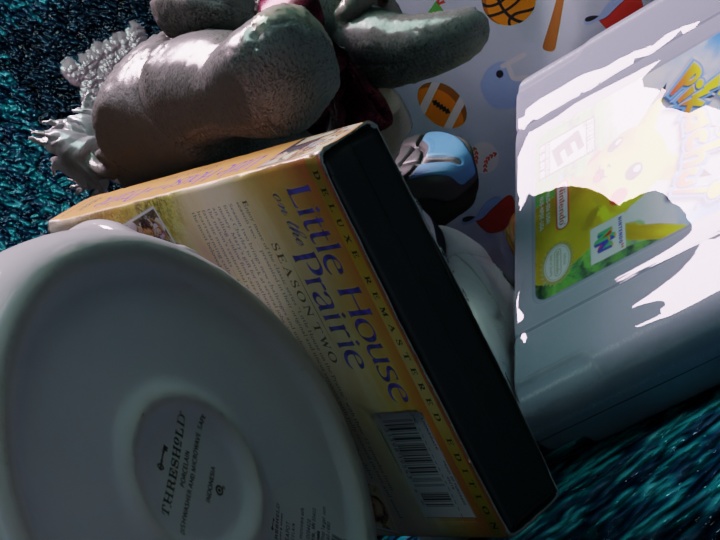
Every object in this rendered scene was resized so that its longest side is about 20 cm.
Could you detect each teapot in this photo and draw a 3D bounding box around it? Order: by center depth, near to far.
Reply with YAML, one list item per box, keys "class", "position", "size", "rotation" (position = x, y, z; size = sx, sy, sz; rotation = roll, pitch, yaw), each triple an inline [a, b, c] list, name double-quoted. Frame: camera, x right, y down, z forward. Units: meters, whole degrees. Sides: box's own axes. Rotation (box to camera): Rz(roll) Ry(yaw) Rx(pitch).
- class: "teapot"
  position: [-0.100, 0.089, 0.669]
  size: [0.146, 0.199, 0.199]
  rotation: [-29, -3, 36]

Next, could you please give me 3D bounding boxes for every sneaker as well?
- class: "sneaker"
  position: [0.044, 0.044, 0.832]
  size: [0.076, 0.080, 0.201]
  rotation: [-47, 23, 24]
- class: "sneaker"
  position: [0.000, 0.000, 0.983]
  size: [0.200, 0.082, 0.073]
  rotation: [-33, 6, 47]

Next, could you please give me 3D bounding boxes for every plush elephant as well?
- class: "plush elephant"
  position: [-0.022, -0.074, 0.823]
  size: [0.155, 0.166, 0.199]
  rotation: [-42, 36, -27]

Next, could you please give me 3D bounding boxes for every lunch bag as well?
- class: "lunch bag"
  position: [0.093, -0.105, 1.017]
  size: [0.168, 0.202, 0.124]
  rotation: [-14, 8, 14]

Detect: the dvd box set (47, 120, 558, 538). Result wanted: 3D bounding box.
- class: "dvd box set"
  position: [-0.028, 0.029, 0.741]
  size: [0.029, 0.147, 0.199]
  rotation: [-35, 14, -32]

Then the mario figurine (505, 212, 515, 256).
- class: "mario figurine"
  position: [0.153, -0.052, 0.870]
  size: [0.199, 0.124, 0.106]
  rotation: [-36, -8, 9]

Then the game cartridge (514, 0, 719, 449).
- class: "game cartridge"
  position: [0.121, -0.035, 0.812]
  size: [0.133, 0.040, 0.201]
  rotation: [-27, 39, 29]
